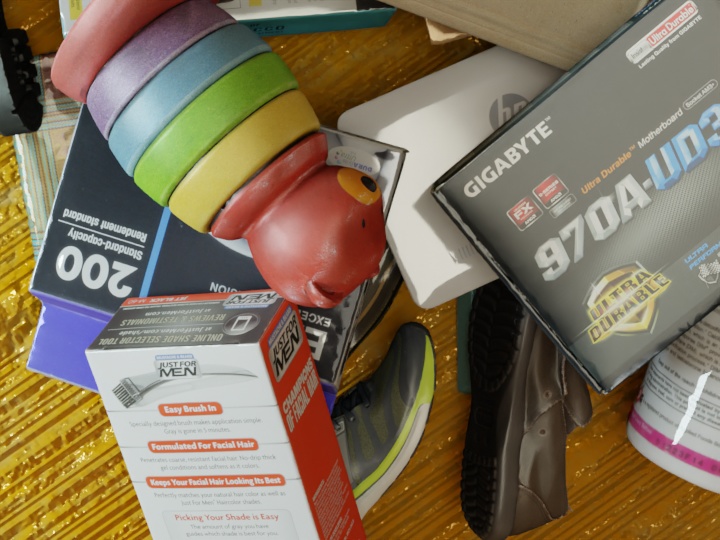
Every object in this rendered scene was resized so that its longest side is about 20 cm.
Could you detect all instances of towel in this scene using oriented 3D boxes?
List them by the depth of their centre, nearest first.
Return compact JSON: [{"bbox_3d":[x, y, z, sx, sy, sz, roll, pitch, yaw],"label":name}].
[{"bbox_3d":[-0.136,-0.044,1.027,0.146,0.022,0.200,-11,100,-8],"label":"towel"}]

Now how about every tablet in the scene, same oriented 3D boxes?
[{"bbox_3d":[0.099,-0.073,0.998,0.200,0.014,0.130,-24,90,-8],"label":"tablet"}]

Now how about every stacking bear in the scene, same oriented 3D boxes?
[{"bbox_3d":[-0.064,-0.067,0.898,0.114,0.121,0.200,-44,85,23],"label":"stacking bear"}]

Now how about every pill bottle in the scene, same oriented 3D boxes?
[{"bbox_3d":[0.253,0.034,1.038,0.113,0.113,0.200,15,105,-11],"label":"pill bottle"}]

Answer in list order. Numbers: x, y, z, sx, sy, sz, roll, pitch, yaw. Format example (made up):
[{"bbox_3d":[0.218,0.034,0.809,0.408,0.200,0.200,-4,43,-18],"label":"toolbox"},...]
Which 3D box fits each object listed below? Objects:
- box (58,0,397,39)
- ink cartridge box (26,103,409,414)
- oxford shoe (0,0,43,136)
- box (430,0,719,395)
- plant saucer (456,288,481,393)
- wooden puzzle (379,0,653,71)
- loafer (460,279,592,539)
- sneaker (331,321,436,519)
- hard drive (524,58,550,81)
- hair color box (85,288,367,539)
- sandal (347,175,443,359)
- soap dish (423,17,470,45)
[{"bbox_3d":[-0.083,-0.184,0.992,0.200,0.049,0.082,-5,86,-8],"label":"box"},{"bbox_3d":[-0.092,-0.004,0.979,0.198,0.043,0.200,17,95,9],"label":"ink cartridge box"},{"bbox_3d":[-0.253,-0.172,0.966,0.084,0.073,0.200,-11,92,11],"label":"oxford shoe"},{"bbox_3d":[0.166,-0.051,0.952,0.200,0.046,0.159,-39,96,9],"label":"box"},{"bbox_3d":[0.098,-0.018,1.070,0.070,0.019,0.200,-3,98,-9],"label":"plant saucer"},{"bbox_3d":[0.117,-0.212,0.929,0.200,0.037,0.185,15,115,-24],"label":"wooden puzzle"},{"bbox_3d":[0.110,0.073,1.048,0.071,0.073,0.200,3,101,-23],"label":"loafer"},{"bbox_3d":[-0.021,0.115,1.039,0.081,0.074,0.200,32,96,-11],"label":"sneaker"},{"bbox_3d":[0.209,-0.123,1.051,0.200,0.042,0.135,-29,103,-9],"label":"hard drive"},{"bbox_3d":[-0.072,0.113,0.959,0.111,0.064,0.200,-3,120,22],"label":"hair color box"},{"bbox_3d":[0.000,0.000,1.029,0.055,0.082,0.200,34,93,5],"label":"sandal"},{"bbox_3d":[0.088,-0.254,0.999,0.157,0.081,0.200,-17,100,-6],"label":"soap dish"}]
